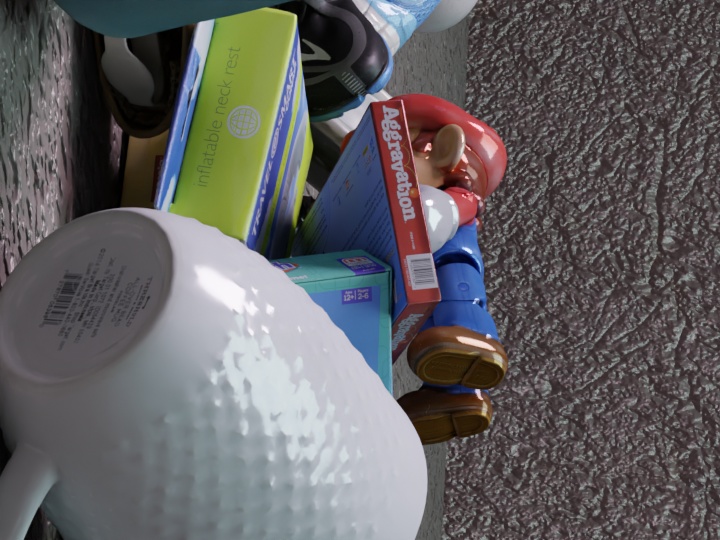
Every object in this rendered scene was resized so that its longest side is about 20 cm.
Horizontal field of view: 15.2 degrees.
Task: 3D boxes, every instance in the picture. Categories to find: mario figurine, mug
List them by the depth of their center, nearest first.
[{"bbox_3d":[-0.087,0.081,1.127,0.200,0.147,0.175,-56,137,-19],"label":"mug"},{"bbox_3d":[0.020,-0.009,1.412,0.106,0.123,0.201,29,38,-34],"label":"mario figurine"}]

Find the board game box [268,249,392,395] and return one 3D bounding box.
[{"bbox_3d":[-0.059,0.098,1.283,0.045,0.151,0.201,-147,-127,-65],"label":"board game box"}]

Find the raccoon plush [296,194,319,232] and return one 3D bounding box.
[{"bbox_3d":[-0.030,0.047,1.575,0.200,0.096,0.135,111,-7,-65],"label":"raccoon plush"}]

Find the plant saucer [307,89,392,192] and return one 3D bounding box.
[{"bbox_3d":[-0.009,-0.081,1.584,0.050,0.200,0.200,-49,165,-8],"label":"plant saucer"}]

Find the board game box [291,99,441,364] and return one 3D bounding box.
[{"bbox_3d":[0.000,0.000,1.360,0.200,0.019,0.103,124,-41,-67],"label":"board game box"}]

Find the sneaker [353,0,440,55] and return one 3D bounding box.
[{"bbox_3d":[-0.022,-0.200,1.590,0.200,0.090,0.079,46,-17,27],"label":"sneaker"}]

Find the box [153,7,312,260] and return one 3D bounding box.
[{"bbox_3d":[-0.060,-0.048,1.349,0.200,0.047,0.123,84,17,-72],"label":"box"}]

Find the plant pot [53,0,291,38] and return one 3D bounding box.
[{"bbox_3d":[-0.040,-0.204,1.131,0.200,0.160,0.202,10,79,-63],"label":"plant pot"}]

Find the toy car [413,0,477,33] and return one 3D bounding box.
[{"bbox_3d":[0.007,-0.258,1.713,0.150,0.199,0.176,-95,-161,-70],"label":"toy car"}]

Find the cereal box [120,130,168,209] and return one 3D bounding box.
[{"bbox_3d":[-0.091,-0.047,1.489,0.200,0.039,0.145,78,16,-65],"label":"cereal box"}]

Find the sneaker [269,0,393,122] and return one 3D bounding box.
[{"bbox_3d":[-0.054,-0.155,1.469,0.200,0.071,0.083,53,0,33],"label":"sneaker"}]

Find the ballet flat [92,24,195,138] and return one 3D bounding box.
[{"bbox_3d":[-0.104,-0.141,1.279,0.200,0.068,0.063,81,24,-48],"label":"ballet flat"}]
